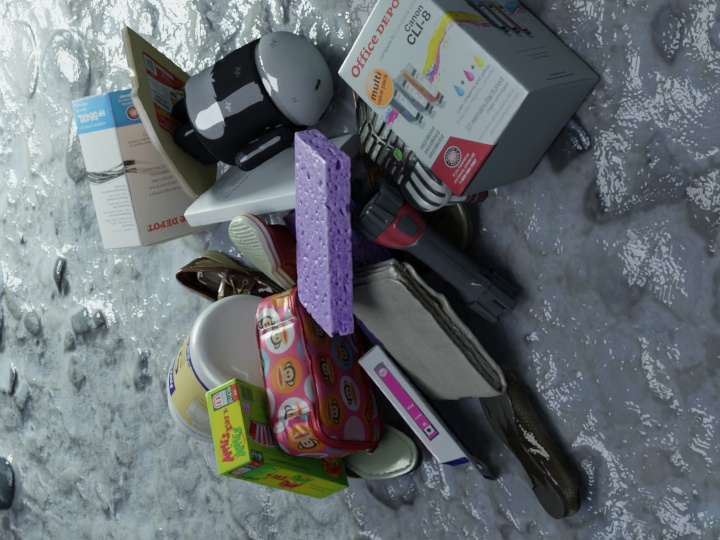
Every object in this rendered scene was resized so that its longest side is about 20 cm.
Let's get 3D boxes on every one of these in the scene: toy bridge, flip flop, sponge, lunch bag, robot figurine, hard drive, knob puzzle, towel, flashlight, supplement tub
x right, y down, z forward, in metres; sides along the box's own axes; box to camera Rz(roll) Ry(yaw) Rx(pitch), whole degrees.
[{"bbox_3d":[0.014,-0.134,1.477,0.027,0.067,0.200,-10,78,0],"label":"toy bridge"},{"bbox_3d":[0.054,-0.029,1.484,0.200,0.058,0.081,-31,83,41],"label":"flip flop"},{"bbox_3d":[0.000,0.000,1.501,0.200,0.030,0.111,54,146,-11],"label":"sponge"},{"bbox_3d":[-0.042,0.126,1.535,0.082,0.176,0.200,-20,71,28],"label":"lunch bag"},{"bbox_3d":[-0.127,-0.201,1.523,0.200,0.125,0.151,-26,91,22],"label":"robot figurine"},{"bbox_3d":[-0.041,-0.041,1.391,0.112,0.030,0.200,-136,41,-60],"label":"sponge"},{"bbox_3d":[-0.106,-0.108,1.547,0.200,0.132,0.027,-8,121,41],"label":"hard drive"},{"bbox_3d":[-0.234,-0.176,1.573,0.030,0.220,0.220,-22,89,15],"label":"knob puzzle"},{"bbox_3d":[0.066,0.069,1.441,0.200,0.034,0.132,50,150,-17],"label":"towel"},{"bbox_3d":[0.079,-0.018,1.407,0.200,0.068,0.068,37,125,-18],"label":"flashlight"},{"bbox_3d":[-0.166,0.132,1.635,0.146,0.145,0.200,57,149,11],"label":"supplement tub"}]

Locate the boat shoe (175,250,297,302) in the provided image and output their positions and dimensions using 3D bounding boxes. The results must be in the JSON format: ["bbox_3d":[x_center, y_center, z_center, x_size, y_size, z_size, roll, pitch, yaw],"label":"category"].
[{"bbox_3d":[-0.159,0.030,1.669,0.200,0.072,0.072,24,118,32],"label":"boat shoe"}]

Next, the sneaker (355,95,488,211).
[{"bbox_3d":[0.077,-0.136,1.412,0.076,0.115,0.200,-59,44,36],"label":"sneaker"}]

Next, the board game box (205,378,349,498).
[{"bbox_3d":[-0.096,0.203,1.517,0.048,0.200,0.102,-27,60,24],"label":"board game box"}]

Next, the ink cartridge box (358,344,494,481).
[{"bbox_3d":[0.078,0.176,1.503,0.037,0.095,0.200,-42,73,3],"label":"ink cartridge box"}]

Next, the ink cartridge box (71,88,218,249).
[{"bbox_3d":[-0.279,-0.138,1.670,0.084,0.146,0.200,-3,101,39],"label":"ink cartridge box"}]

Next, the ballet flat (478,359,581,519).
[{"bbox_3d":[0.193,0.186,1.449,0.200,0.046,0.067,60,153,16],"label":"ballet flat"}]

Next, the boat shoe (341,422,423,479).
[{"bbox_3d":[0.001,0.225,1.607,0.201,0.061,0.072,1,75,38],"label":"boat shoe"}]

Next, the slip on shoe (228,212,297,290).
[{"bbox_3d":[-0.106,-0.033,1.544,0.074,0.200,0.061,36,83,19],"label":"slip on shoe"}]

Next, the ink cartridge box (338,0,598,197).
[{"bbox_3d":[0.109,-0.204,1.329,0.200,0.145,0.145,47,128,20],"label":"ink cartridge box"}]
